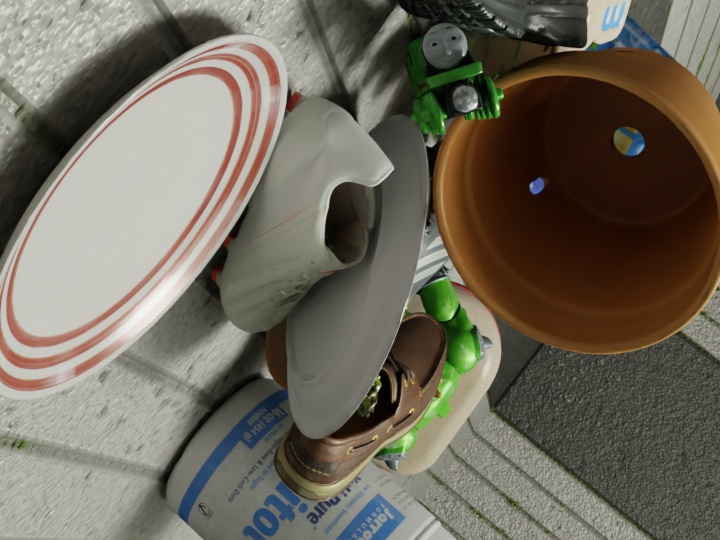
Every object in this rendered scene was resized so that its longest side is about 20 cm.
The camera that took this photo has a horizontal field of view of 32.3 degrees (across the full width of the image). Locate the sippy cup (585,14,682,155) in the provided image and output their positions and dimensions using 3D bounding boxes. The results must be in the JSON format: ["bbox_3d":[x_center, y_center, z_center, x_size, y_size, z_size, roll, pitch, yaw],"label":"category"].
[{"bbox_3d":[0.204,-0.155,1.046,0.178,0.130,0.140,-46,165,-21],"label":"sippy cup"}]

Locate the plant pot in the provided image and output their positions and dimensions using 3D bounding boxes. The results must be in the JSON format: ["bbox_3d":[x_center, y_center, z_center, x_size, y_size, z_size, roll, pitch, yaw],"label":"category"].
[{"bbox_3d":[0.166,-0.064,0.848,0.140,0.199,0.201,-44,165,-51],"label":"plant pot"}]

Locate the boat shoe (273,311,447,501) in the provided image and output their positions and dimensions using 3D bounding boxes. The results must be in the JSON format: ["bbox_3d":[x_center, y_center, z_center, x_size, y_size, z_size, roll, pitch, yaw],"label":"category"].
[{"bbox_3d":[0.014,0.090,0.934,0.200,0.072,0.068,-43,167,-44],"label":"boat shoe"}]

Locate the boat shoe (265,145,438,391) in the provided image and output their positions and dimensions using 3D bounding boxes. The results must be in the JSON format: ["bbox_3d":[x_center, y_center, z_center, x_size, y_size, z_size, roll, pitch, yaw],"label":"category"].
[{"bbox_3d":[0.000,0.000,0.882,0.070,0.070,0.201,-19,145,-59],"label":"boat shoe"}]

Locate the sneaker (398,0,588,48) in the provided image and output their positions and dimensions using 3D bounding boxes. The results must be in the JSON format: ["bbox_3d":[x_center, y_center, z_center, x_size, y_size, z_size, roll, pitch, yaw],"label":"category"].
[{"bbox_3d":[0.085,-0.183,0.733,0.200,0.075,0.092,-15,120,-61],"label":"sneaker"}]

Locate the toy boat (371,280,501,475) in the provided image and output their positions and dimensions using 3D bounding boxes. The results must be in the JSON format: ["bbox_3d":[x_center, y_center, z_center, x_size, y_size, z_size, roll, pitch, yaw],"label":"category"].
[{"bbox_3d":[0.053,0.098,1.266,0.201,0.130,0.131,-55,-163,11],"label":"toy boat"}]

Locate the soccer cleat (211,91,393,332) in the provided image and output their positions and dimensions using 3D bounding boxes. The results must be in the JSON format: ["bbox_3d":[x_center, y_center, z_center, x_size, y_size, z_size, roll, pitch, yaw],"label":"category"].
[{"bbox_3d":[-0.035,-0.015,0.715,0.069,0.077,0.201,-42,163,-35],"label":"soccer cleat"}]

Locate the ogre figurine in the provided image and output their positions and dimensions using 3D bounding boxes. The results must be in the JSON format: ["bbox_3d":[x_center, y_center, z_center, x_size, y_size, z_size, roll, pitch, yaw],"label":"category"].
[{"bbox_3d":[0.030,0.080,1.085,0.200,0.120,0.098,-46,165,-26],"label":"ogre figurine"}]

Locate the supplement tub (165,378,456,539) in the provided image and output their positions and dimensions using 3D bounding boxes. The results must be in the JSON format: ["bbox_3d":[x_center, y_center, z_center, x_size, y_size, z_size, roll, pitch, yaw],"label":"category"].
[{"bbox_3d":[-0.040,0.192,0.960,0.132,0.199,0.132,-48,166,-17],"label":"supplement tub"}]

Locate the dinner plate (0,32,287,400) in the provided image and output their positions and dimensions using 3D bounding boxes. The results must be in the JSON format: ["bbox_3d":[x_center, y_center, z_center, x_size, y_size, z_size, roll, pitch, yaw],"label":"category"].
[{"bbox_3d":[-0.104,-0.027,0.572,0.200,0.024,0.200,-48,166,-16],"label":"dinner plate"}]

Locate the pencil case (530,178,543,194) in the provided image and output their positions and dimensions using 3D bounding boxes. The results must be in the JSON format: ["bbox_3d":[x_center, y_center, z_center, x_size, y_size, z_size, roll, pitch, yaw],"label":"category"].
[{"bbox_3d":[0.118,-0.062,1.093,0.078,0.087,0.200,-34,173,23],"label":"pencil case"}]

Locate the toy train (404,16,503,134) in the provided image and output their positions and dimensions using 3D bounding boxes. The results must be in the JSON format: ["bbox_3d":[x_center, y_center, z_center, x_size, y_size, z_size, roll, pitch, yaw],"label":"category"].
[{"bbox_3d":[0.047,-0.108,0.703,0.041,0.057,0.200,-17,-174,2],"label":"toy train"}]

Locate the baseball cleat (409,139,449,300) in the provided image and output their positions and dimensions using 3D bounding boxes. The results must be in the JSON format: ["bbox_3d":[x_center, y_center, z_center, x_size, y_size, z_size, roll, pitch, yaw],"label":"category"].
[{"bbox_3d":[0.027,-0.010,0.953,0.106,0.070,0.201,-31,154,-57],"label":"baseball cleat"}]

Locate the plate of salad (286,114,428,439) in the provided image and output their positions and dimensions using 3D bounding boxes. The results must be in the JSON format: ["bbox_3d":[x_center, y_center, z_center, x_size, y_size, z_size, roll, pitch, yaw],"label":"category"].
[{"bbox_3d":[0.003,0.005,0.756,0.200,0.048,0.202,128,-29,-45],"label":"plate of salad"}]

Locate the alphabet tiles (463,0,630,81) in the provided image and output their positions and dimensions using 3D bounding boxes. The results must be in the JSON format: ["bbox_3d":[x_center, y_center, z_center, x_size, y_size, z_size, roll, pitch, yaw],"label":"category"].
[{"bbox_3d":[0.137,-0.192,0.870,0.199,0.015,0.197,-26,137,-42],"label":"alphabet tiles"}]
